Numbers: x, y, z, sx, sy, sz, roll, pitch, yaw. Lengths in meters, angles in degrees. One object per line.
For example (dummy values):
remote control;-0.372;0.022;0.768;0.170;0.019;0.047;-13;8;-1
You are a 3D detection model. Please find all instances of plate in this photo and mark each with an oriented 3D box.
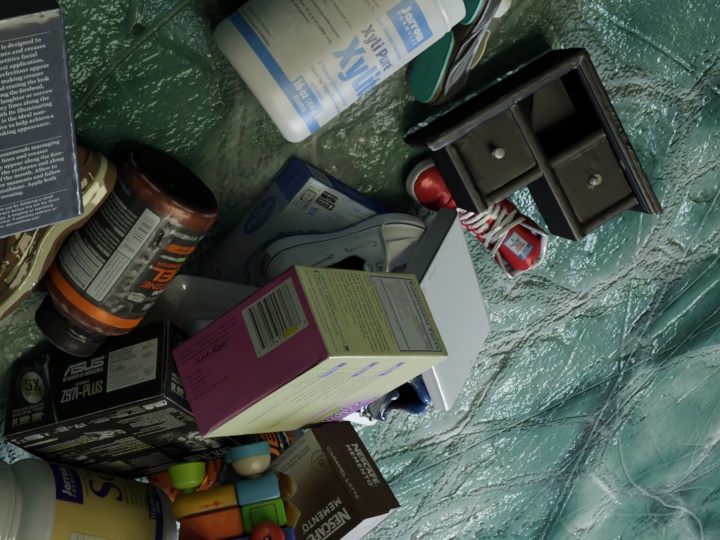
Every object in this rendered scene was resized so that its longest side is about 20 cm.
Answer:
plate;-0.155;0.083;1.383;0.199;0.032;0.200;10;141;-36

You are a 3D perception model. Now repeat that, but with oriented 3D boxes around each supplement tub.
supplement tub;-0.231;-0.012;1.231;0.107;0.107;0.200;20;116;-46
supplement tub;-0.307;0.275;1.321;0.199;0.146;0.146;20;116;-32
supplement tub;-0.020;-0.222;1.158;0.200;0.132;0.132;-36;141;1
supplement tub;-0.151;0.221;1.480;0.123;0.123;0.200;-48;152;14

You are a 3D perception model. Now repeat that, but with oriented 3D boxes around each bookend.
bookend;0.185;-0.104;1.377;0.199;0.092;0.199;-30;103;-8

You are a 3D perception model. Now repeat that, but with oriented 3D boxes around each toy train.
toy train;-0.172;0.244;1.282;0.199;0.116;0.085;-11;168;-6

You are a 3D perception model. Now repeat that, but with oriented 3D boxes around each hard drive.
hard drive;0.095;0.046;1.439;0.132;0.026;0.200;-60;147;-31

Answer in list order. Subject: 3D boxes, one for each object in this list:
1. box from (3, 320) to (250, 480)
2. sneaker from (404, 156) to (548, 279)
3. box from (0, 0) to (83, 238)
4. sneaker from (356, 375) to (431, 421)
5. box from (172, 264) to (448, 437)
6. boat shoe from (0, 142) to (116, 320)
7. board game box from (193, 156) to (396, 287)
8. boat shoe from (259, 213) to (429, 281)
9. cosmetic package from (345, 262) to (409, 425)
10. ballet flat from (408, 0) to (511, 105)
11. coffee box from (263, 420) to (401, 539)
box;-0.238;0.143;1.330;0.199;0.087;0.164;-17;146;22
sneaker;0.140;-0.058;1.449;0.200;0.113;0.071;22;114;-46
box;-0.298;-0.148;1.013;0.107;0.149;0.201;-17;137;-23
sneaker;0.002;0.125;1.445;0.199;0.085;0.077;6;124;-36
box;-0.047;0.081;1.260;0.176;0.097;0.200;-34;158;31
boat shoe;-0.315;-0.041;1.179;0.075;0.075;0.203;35;98;-35
board game box;-0.063;-0.007;1.407;0.199;0.043;0.200;-48;140;14
boat shoe;0.000;-0.004;1.353;0.201;0.086;0.075;-9;134;-31
cosmetic package;0.029;0.087;1.545;0.101;0.074;0.200;19;117;-46
ballet flat;0.105;-0.253;1.278;0.068;0.068;0.200;-18;148;-36
coffee box;-0.069;0.265;1.363;0.200;0.115;0.080;-42;159;25
